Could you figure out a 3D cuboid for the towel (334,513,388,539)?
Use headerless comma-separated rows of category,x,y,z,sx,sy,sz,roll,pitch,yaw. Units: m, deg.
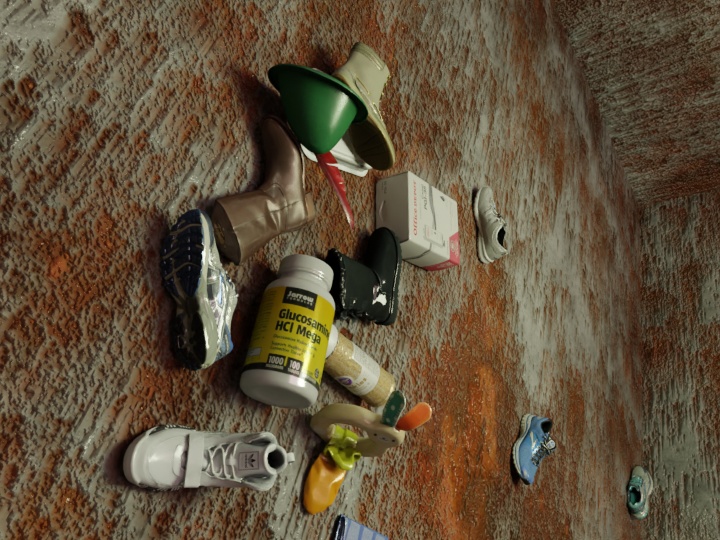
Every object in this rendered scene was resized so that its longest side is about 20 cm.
towel,-0.011,0.507,0.933,0.147,0.023,0.203,44,48,-39

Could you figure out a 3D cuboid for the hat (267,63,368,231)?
hat,-0.084,-0.196,0.934,0.166,0.196,0.180,50,60,-76

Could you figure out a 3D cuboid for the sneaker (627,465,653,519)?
sneaker,1.032,0.808,2.206,0.087,0.077,0.202,51,44,-27

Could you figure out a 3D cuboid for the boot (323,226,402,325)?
boot,-0.001,0.000,1.054,0.161,0.072,0.203,20,66,-46

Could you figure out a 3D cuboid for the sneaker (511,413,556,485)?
sneaker,0.443,0.446,1.503,0.079,0.088,0.201,55,42,-26

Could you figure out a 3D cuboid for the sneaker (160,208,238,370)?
sneaker,-0.205,0.023,0.781,0.085,0.075,0.205,-1,88,-63

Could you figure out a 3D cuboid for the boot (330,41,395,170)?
boot,0.021,-0.302,1.096,0.201,0.071,0.156,54,40,-29

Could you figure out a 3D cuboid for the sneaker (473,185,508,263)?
sneaker,0.346,-0.122,1.538,0.074,0.081,0.205,10,72,-51

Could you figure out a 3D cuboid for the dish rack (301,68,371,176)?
dish rack,-0.036,-0.277,1.104,0.198,0.043,0.176,8,73,-53

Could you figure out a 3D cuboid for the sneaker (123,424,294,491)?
sneaker,-0.174,0.225,0.716,0.198,0.113,0.077,21,64,-49

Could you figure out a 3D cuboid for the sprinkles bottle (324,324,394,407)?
sprinkles bottle,-0.021,0.154,0.981,0.200,0.067,0.069,44,48,-38

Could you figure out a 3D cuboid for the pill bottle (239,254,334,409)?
pill bottle,-0.098,0.085,0.860,0.112,0.111,0.204,37,52,-41

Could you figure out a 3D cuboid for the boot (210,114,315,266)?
boot,-0.161,-0.124,0.885,0.199,0.063,0.190,-32,104,-47

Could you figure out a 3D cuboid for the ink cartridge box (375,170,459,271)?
ink cartridge box,0.121,-0.096,1.229,0.198,0.082,0.150,20,65,-49

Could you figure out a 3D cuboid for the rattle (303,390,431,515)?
rattle,0.002,0.266,0.870,0.132,0.197,0.143,62,40,-19
